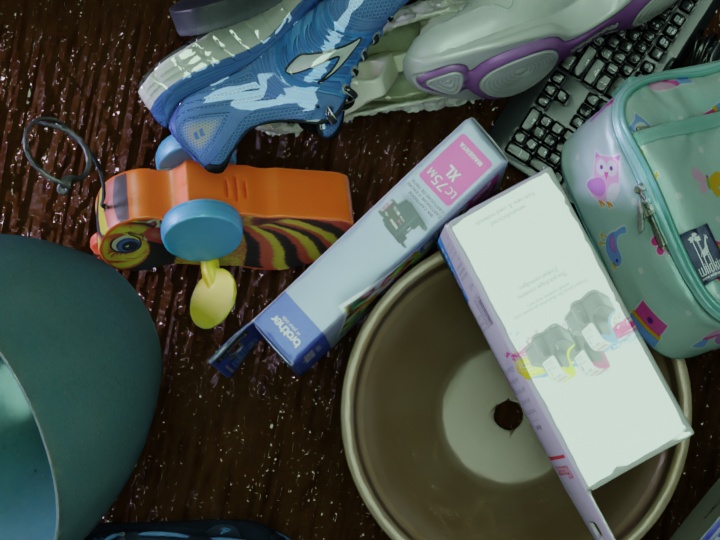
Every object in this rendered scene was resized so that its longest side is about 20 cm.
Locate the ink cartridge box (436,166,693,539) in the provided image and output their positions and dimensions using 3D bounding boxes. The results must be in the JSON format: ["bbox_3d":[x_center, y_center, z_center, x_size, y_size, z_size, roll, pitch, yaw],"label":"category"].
[{"bbox_3d":[0.117,0.053,1.406,0.067,0.115,0.201,-28,87,-2],"label":"ink cartridge box"}]

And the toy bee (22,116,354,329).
[{"bbox_3d":[-0.110,-0.036,1.521,0.199,0.109,0.132,27,50,-12],"label":"toy bee"}]

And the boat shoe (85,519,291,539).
[{"bbox_3d":[-0.138,0.173,1.510,0.198,0.069,0.085,-16,86,-1],"label":"boat shoe"}]

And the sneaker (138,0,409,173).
[{"bbox_3d":[-0.023,-0.124,1.476,0.199,0.079,0.090,-32,98,0],"label":"sneaker"}]

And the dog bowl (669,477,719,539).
[{"bbox_3d":[0.231,0.147,1.449,0.079,0.200,0.200,40,86,6],"label":"dog bowl"}]

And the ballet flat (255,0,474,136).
[{"bbox_3d":[0.022,-0.116,1.534,0.198,0.072,0.072,-16,86,0],"label":"ballet flat"}]

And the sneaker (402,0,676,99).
[{"bbox_3d":[0.098,-0.165,1.505,0.199,0.075,0.100,-28,77,-24],"label":"sneaker"}]

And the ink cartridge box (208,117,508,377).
[{"bbox_3d":[0.000,0.000,1.499,0.200,0.119,0.042,-41,85,-3],"label":"ink cartridge box"}]

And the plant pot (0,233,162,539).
[{"bbox_3d":[-0.191,0.060,1.476,0.134,0.200,0.201,-31,85,-40],"label":"plant pot"}]

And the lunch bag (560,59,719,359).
[{"bbox_3d":[0.215,-0.045,1.481,0.199,0.077,0.161,-15,78,-36],"label":"lunch bag"}]

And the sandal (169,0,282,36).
[{"bbox_3d":[-0.037,-0.193,1.447,0.200,0.076,0.043,-42,112,-28],"label":"sandal"}]

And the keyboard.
[{"bbox_3d":[0.167,-0.132,1.551,0.104,0.040,0.201,32,87,3],"label":"keyboard"}]

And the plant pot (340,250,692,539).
[{"bbox_3d":[0.087,0.083,1.507,0.199,0.093,0.203,0,85,-1],"label":"plant pot"}]
